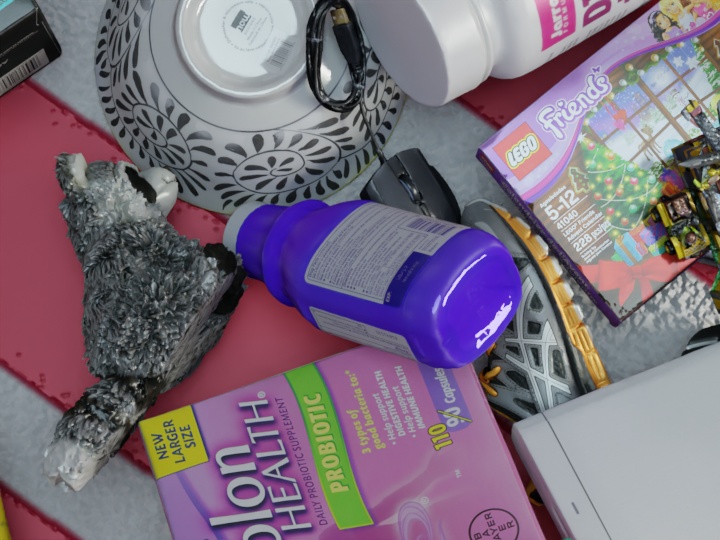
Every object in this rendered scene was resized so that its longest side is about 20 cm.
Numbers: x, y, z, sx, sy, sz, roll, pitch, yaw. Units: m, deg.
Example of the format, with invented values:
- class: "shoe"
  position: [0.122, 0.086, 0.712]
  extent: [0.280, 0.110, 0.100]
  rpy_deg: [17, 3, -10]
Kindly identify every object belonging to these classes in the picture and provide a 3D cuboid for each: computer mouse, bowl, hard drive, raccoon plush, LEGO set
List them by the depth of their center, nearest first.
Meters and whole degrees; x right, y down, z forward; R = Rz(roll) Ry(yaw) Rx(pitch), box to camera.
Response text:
- class: "LEGO set"
  position: [0.278, -0.048, 1.435]
  extent: [0.199, 0.116, 0.154]
  rpy_deg: [-18, 99, -10]
- class: "hard drive"
  position: [0.205, 0.110, 1.446]
  extent: [0.200, 0.027, 0.132]
  rpy_deg: [-20, 60, -12]
- class: "raccoon plush"
  position: [-0.161, 0.016, 1.474]
  extent: [0.134, 0.097, 0.200]
  rpy_deg: [33, 51, 11]
- class: "computer mouse"
  position: [0.017, -0.074, 1.499]
  extent: [0.059, 0.034, 0.200]
  rpy_deg: [-37, 118, -22]
- class: "bowl"
  position: [-0.067, -0.139, 1.524]
  extent: [0.200, 0.094, 0.201]
  rpy_deg: [0, 83, 0]

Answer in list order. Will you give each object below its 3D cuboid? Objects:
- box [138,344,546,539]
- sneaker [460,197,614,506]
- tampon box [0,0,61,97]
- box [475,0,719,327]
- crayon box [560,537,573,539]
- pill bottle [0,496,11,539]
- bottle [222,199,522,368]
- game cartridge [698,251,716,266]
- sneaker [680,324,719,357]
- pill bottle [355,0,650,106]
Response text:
- class: "box"
  position: [-0.006, 0.148, 1.450]
  extent: [0.199, 0.097, 0.176]
  rpy_deg: [-19, 54, -3]
- class: "sneaker"
  position: [0.103, 0.051, 1.511]
  extent: [0.077, 0.078, 0.200]
  rpy_deg: [-25, 84, 1]
- class: "tampon box"
  position: [-0.301, -0.183, 1.510]
  extent: [0.150, 0.126, 0.200]
  rpy_deg: [-35, 83, -5]
- class: "box"
  position: [0.188, -0.080, 1.512]
  extent: [0.200, 0.039, 0.137]
  rpy_deg: [-39, 84, -5]
- class: "crayon box"
  position: [0.042, 0.235, 1.371]
  extent: [0.199, 0.119, 0.058]
  rpy_deg: [-19, 42, -4]
- class: "pill bottle"
  position: [-0.255, 0.197, 1.468]
  extent: [0.114, 0.114, 0.201]
  rpy_deg: [-14, 83, -2]
- class: "bottle"
  position: [0.000, 0.000, 1.469]
  extent: [0.084, 0.200, 0.065]
  rpy_deg: [-47, 130, -26]
- class: "game cartridge"
  position: [0.257, -0.061, 1.547]
  extent: [0.199, 0.040, 0.134]
  rpy_deg: [16, 86, 1]
- class: "sneaker"
  position: [0.233, 0.127, 1.504]
  extent: [0.078, 0.090, 0.200]
  rpy_deg: [-9, 60, -2]
- class: "pill bottle"
  position: [0.103, -0.185, 1.499]
  extent: [0.200, 0.113, 0.114]
  rpy_deg: [-31, 84, -20]
